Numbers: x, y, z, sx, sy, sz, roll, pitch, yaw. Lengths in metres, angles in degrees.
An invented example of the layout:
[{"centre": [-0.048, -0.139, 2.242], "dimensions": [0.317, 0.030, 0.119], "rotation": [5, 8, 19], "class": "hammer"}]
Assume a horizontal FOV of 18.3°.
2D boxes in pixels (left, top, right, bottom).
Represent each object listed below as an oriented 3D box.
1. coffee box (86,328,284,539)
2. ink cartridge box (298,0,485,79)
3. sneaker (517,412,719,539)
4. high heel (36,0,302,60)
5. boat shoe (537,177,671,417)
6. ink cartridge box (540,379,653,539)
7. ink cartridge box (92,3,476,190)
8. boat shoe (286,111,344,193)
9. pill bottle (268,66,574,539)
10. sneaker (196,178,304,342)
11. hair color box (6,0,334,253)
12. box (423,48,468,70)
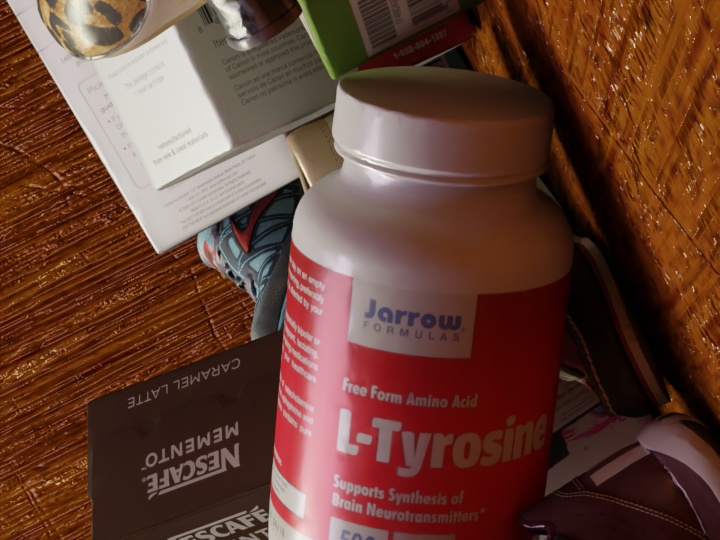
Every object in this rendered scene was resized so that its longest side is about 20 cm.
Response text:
[{"centre": [-0.027, 0.120, 1.062], "dimensions": [0.200, 0.114, 0.080], "rotation": [42, -146, -46], "class": "coffee box"}, {"centre": [-0.030, -0.194, 0.835], "dimensions": [0.200, 0.076, 0.148], "rotation": [62, 179, 20], "class": "ink cartridge box"}, {"centre": [0.123, 0.165, 0.864], "dimensions": [0.076, 0.115, 0.200], "rotation": [67, 177, -79], "class": "sneaker"}, {"centre": [-0.102, -0.151, 0.832], "dimensions": [0.143, 0.071, 0.200], "rotation": [58, 159, -21], "class": "high heel"}, {"centre": [0.078, 0.015, 0.978], "dimensions": [0.200, 0.062, 0.071], "rotation": [-120, 6, -63], "class": "boat shoe"}, {"centre": [0.106, 0.102, 1.094], "dimensions": [0.145, 0.084, 0.200], "rotation": [66, 179, -64], "class": "ink cartridge box"}, {"centre": [-0.062, -0.159, 0.986], "dimensions": [0.083, 0.146, 0.200], "rotation": [-22, 94, 57], "class": "ink cartridge box"}, {"centre": [0.000, 0.000, 1.006], "dimensions": [0.200, 0.065, 0.072], "rotation": [86, 159, -51], "class": "boat shoe"}, {"centre": [0.025, 0.026, 0.890], "dimensions": [0.112, 0.112, 0.201], "rotation": [-118, 31, -68], "class": "pill bottle"}, {"centre": [-0.037, -0.003, 1.134], "dimensions": [0.200, 0.095, 0.079], "rotation": [-75, -32, -55], "class": "sneaker"}, {"centre": [-0.100, -0.121, 1.071], "dimensions": [0.200, 0.099, 0.061], "rotation": [59, -150, -6], "class": "hair color box"}, {"centre": [0.048, -0.053, 1.201], "dimensions": [0.200, 0.049, 0.082], "rotation": [65, 179, -64], "class": "box"}]
